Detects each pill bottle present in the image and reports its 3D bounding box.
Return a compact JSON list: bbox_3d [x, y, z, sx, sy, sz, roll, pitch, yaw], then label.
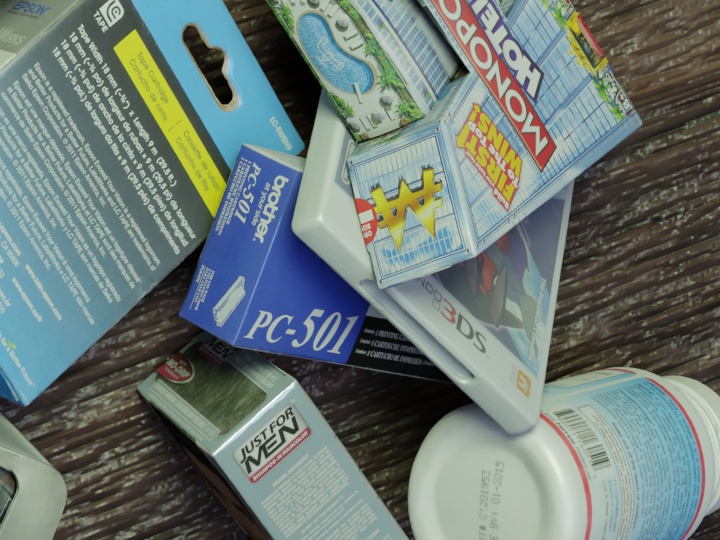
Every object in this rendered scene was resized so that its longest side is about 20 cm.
[{"bbox_3d":[0.123,0.112,1.564,0.200,0.108,0.109,-10,113,-52],"label":"pill bottle"}]

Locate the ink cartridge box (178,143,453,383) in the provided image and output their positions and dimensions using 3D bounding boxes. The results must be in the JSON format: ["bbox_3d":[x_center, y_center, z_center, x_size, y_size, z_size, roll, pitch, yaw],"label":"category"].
[{"bbox_3d":[0.000,0.000,1.485,0.200,0.044,0.094,11,102,-51],"label":"ink cartridge box"}]

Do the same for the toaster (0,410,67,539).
[{"bbox_3d":[-0.254,0.133,1.378,0.199,0.119,0.181,26,94,-34],"label":"toaster"}]

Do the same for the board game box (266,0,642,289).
[{"bbox_3d":[0.040,-0.093,1.416,0.200,0.061,0.200,56,36,-19],"label":"board game box"}]

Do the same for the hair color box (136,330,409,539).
[{"bbox_3d":[-0.027,0.128,1.517,0.061,0.099,0.200,-40,121,-11],"label":"hair color box"}]

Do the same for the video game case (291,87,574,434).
[{"bbox_3d":[0.044,-0.046,1.471,0.182,0.023,0.201,43,41,-33],"label":"video game case"}]

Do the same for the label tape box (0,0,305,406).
[{"bbox_3d":[-0.142,-0.056,1.406,0.200,0.063,0.145,-43,123,-22],"label":"label tape box"}]
